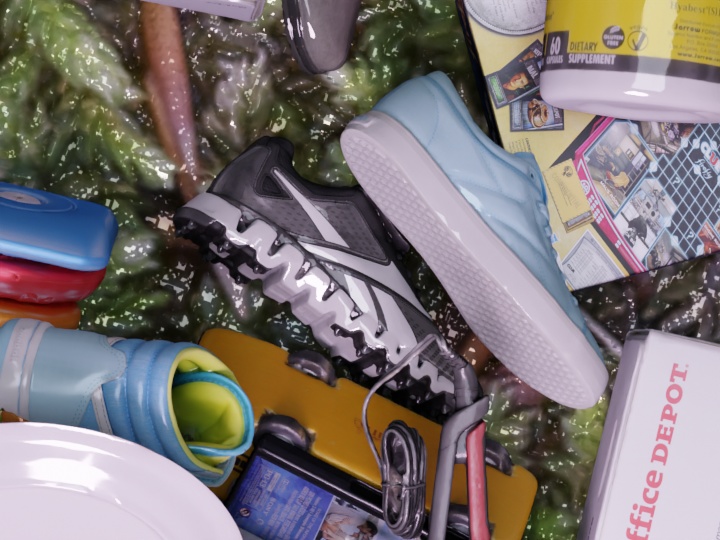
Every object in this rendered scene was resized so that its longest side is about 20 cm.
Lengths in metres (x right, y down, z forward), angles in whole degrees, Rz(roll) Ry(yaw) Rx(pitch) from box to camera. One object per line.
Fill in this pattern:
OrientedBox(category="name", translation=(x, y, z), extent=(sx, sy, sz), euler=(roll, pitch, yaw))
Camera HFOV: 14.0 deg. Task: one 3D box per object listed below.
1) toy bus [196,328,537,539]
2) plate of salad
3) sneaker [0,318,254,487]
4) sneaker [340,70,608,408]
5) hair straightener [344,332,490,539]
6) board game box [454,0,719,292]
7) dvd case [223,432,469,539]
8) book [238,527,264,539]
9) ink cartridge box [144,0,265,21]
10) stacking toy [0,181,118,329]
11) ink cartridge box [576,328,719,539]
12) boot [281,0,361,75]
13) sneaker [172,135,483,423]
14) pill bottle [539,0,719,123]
OrientedBox(category="toy bus", translation=(-0.010, 0.106, 1.577), extent=(0.199, 0.065, 0.078), euler=(26, 130, -3))
OrientedBox(category="plate of salad", translation=(-0.155, 0.135, 1.472), extent=(0.199, 0.201, 0.048), euler=(6, 46, -4))
OrientedBox(category="sneaker", translation=(-0.111, 0.103, 1.515), extent=(0.130, 0.200, 0.080), euler=(4, 57, 12))
OrientedBox(category="sneaker", translation=(0.080, -0.021, 1.564), extent=(0.082, 0.074, 0.200), euler=(-42, 102, -22))
OrientedBox(category="hair straightener", translation=(0.030, 0.132, 1.500), extent=(0.076, 0.041, 0.201), euler=(-1, 94, -1))
OrientedBox(category="board game box", translation=(0.135, -0.097, 1.618), extent=(0.135, 0.035, 0.201), euler=(-14, 90, -4))
OrientedBox(category="dvd case", translation=(0.009, 0.180, 1.570), extent=(0.199, 0.018, 0.143), euler=(27, 127, -2))
OrientedBox(category="book", translation=(-0.067, 0.246, 1.562), extent=(0.133, 0.048, 0.201), euler=(27, 106, -1))
OrientedBox(category="ink cartridge box", translation=(-0.104, -0.244, 1.548), extent=(0.144, 0.145, 0.201), euler=(11, 88, -3))
OrientedBox(category="stacking toy", translation=(-0.201, 0.056, 1.571), extent=(0.109, 0.116, 0.201), euler=(12, 102, -4))
OrientedBox(category="ink cartridge box", translation=(0.226, 0.123, 1.595), extent=(0.199, 0.084, 0.147), euler=(14, 88, -3))
OrientedBox(category="boot", translation=(0.031, -0.200, 1.577), extent=(0.130, 0.068, 0.201), euler=(7, 87, 16))
OrientedBox(category="sneaker", translation=(0.000, 0.000, 1.590), extent=(0.200, 0.066, 0.091), euler=(38, 71, -11))
OrientedBox(category="pill bottle", translation=(0.157, -0.182, 1.548), extent=(0.111, 0.111, 0.201), euler=(6, 88, -4))
